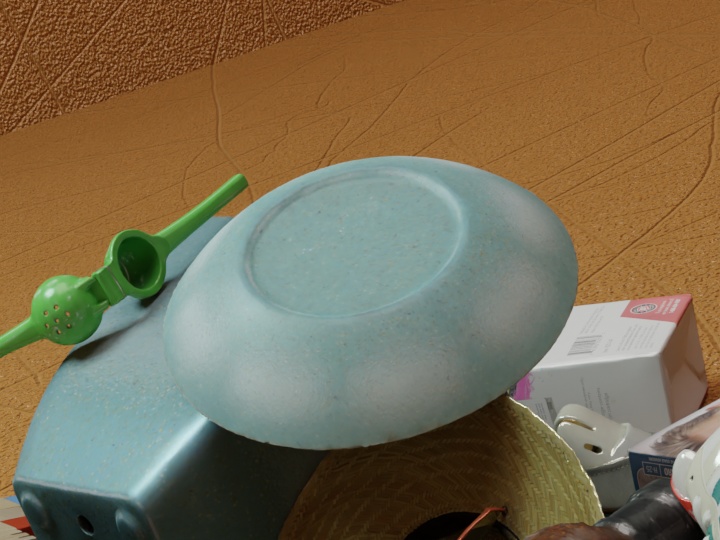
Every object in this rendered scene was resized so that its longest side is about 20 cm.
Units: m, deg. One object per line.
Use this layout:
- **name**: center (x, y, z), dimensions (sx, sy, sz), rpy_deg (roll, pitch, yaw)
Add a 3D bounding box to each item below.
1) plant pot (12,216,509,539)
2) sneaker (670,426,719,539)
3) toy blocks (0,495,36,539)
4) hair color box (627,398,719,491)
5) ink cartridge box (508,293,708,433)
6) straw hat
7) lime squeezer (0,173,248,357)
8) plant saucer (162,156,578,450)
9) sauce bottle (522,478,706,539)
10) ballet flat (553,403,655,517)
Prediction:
- **plant pot**: center (-0.055, 0.105, 1.213), dimensions (0.200, 0.196, 0.196), rpy_deg (-36, 24, -34)
- **sneaker**: center (0.161, 0.107, 0.924), dimensions (0.093, 0.070, 0.200), rpy_deg (-9, 44, 39)
- **toy blocks**: center (-0.221, 0.165, 1.360), dimensions (0.137, 0.100, 0.200), rpy_deg (-8, 10, -33)
- **hair color box**: center (0.245, 0.087, 1.248), dimensions (0.200, 0.061, 0.100), rpy_deg (-24, 17, -36)
- **ink cartridge box**: center (0.099, 0.072, 1.438), dimensions (0.200, 0.068, 0.116), rpy_deg (-7, 15, 20)
- **straw hat**: center (0.056, 0.157, 1.081), dimensions (0.201, 0.201, 0.085), rpy_deg (0, -19, 43)
- **lime squeezer**: center (-0.133, 0.010, 1.242), dimensions (0.200, 0.038, 0.071), rpy_deg (-35, -6, -12)
- **plant saucer**: center (0.000, 0.000, 1.118), dimensions (0.201, 0.039, 0.201), rpy_deg (-10, 40, 8)
- **sauce bottle**: center (0.067, 0.139, 0.924), dimensions (0.200, 0.066, 0.066), rpy_deg (-27, 19, -39)
- **ballet flat**: center (0.100, 0.105, 1.311), dimensions (0.200, 0.064, 0.067), rpy_deg (-8, 15, 22)
